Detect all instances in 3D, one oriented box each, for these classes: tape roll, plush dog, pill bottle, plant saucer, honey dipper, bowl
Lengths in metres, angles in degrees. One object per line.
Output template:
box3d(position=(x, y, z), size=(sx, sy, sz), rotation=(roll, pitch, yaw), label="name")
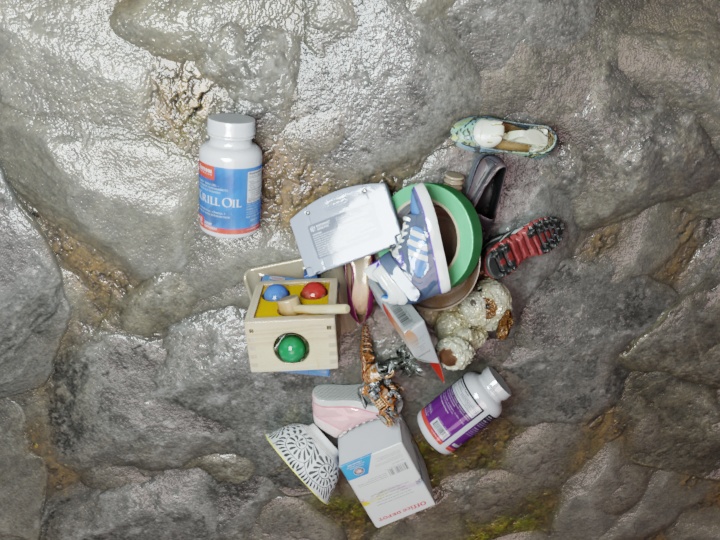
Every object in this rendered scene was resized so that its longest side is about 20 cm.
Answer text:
box3d(position=(0.124, -0.059, 1.186), size=(0.198, 0.048, 0.203), rotation=(5, 100, 31), label="tape roll")
box3d(position=(0.226, 0.090, 1.281), size=(0.171, 0.202, 0.160), rotation=(-35, 147, 22), label="plush dog")
box3d(position=(-0.230, -0.168, 1.133), size=(0.111, 0.113, 0.203), rotation=(3, 115, -6), label="pill bottle")
box3d(position=(0.142, -0.026, 1.228), size=(0.198, 0.037, 0.203), rotation=(5, 100, 32), label="plant saucer")
box3d(position=(0.165, -0.091, 1.248), size=(0.037, 0.038, 0.202), rotation=(4, 118, -7), label="honey dipper")
box3d(position=(0.227, 0.299, 1.393), size=(0.200, 0.113, 0.112), rotation=(-42, 112, 14), label="pill bottle")
box3d(position=(-0.106, 0.396, 1.390), size=(0.094, 0.200, 0.201), rotation=(-42, 114, -12), label="bowl")

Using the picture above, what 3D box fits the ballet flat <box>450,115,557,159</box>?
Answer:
box3d(position=(0.264, -0.246, 1.160), size=(0.197, 0.074, 0.075), rotation=(2, 115, -9), label="ballet flat")

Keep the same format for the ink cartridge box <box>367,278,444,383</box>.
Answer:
box3d(position=(0.088, 0.118, 1.240), size=(0.050, 0.163, 0.201), rotation=(-27, 133, -8), label="ink cartridge box")

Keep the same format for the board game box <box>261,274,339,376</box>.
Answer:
box3d(position=(-0.124, 0.112, 1.269), size=(0.149, 0.037, 0.202), rotation=(6, 115, -3), label="board game box")

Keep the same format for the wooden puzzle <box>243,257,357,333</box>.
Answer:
box3d(position=(-0.118, 0.066, 1.289), size=(0.197, 0.046, 0.187), rotation=(-13, 115, 1), label="wooden puzzle")

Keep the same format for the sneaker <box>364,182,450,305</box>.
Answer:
box3d(position=(0.070, -0.039, 1.123), size=(0.144, 0.081, 0.203), rotation=(-13, 96, 6), label="sneaker")

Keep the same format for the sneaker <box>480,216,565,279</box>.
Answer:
box3d(position=(0.308, -0.051, 1.260), size=(0.199, 0.098, 0.072), rotation=(-29, 104, -17), label="sneaker")

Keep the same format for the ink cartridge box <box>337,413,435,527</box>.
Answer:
box3d(position=(0.055, 0.427, 1.420), size=(0.146, 0.145, 0.202), rotation=(-23, 115, 7), label="ink cartridge box")

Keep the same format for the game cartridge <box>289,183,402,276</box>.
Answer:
box3d(position=(-0.027, -0.082, 1.198), size=(0.198, 0.040, 0.135), rotation=(-19, 92, 14), label="game cartridge")

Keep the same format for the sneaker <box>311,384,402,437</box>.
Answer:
box3d(position=(-0.011, 0.309, 1.400), size=(0.197, 0.076, 0.106), rotation=(5, 117, -4), label="sneaker")

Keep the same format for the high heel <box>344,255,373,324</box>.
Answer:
box3d(position=(0.000, 0.000, 1.240), size=(0.066, 0.096, 0.202), rotation=(-8, 116, -1), label="high heel")

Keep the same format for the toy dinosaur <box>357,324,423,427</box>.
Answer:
box3d(position=(0.050, 0.214, 1.328), size=(0.134, 0.102, 0.202), rotation=(-20, 106, -13), label="toy dinosaur")

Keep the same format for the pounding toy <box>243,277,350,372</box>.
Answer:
box3d(position=(-0.103, 0.085, 1.125), size=(0.181, 0.201, 0.144), rotation=(-3, 115, 1), label="pounding toy")

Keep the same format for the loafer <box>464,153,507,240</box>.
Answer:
box3d(position=(0.229, -0.119, 1.214), size=(0.071, 0.063, 0.203), rotation=(-4, 117, -28), label="loafer")
